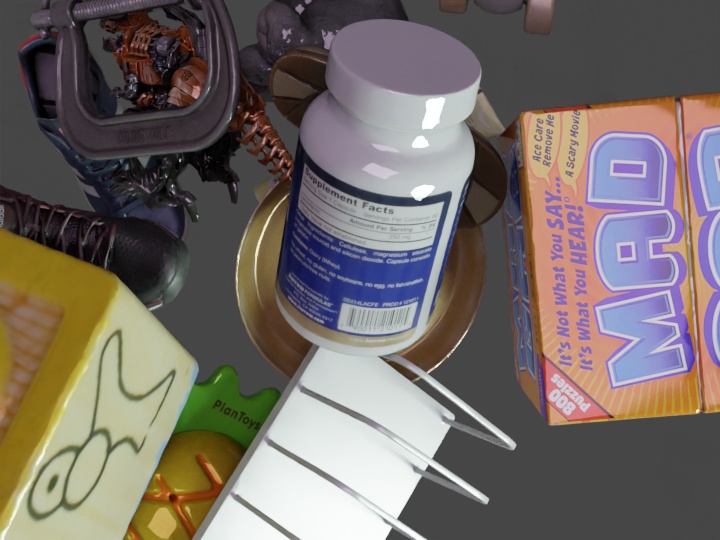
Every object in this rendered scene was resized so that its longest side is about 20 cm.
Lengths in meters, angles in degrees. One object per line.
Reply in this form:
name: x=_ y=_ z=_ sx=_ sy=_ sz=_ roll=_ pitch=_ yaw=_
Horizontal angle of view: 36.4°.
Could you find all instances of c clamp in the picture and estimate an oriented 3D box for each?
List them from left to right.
c clamp: x=-0.162 y=-0.163 z=0.763 sx=0.198 sy=0.027 sz=0.173 roll=6 pitch=94 yaw=32

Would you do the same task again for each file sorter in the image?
file sorter: x=0.000 y=0.166 z=0.791 sx=0.138 sy=0.124 sz=0.201 roll=38 pitch=76 yaw=-26

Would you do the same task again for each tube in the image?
tube: x=0.012 y=-0.092 z=0.866 sx=0.199 sy=0.052 sz=0.058 roll=-32 pitch=128 yaw=0

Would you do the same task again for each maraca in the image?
maraca: x=-0.131 y=0.171 z=0.850 sx=0.137 sy=0.107 sz=0.201 roll=31 pitch=87 yaw=-32

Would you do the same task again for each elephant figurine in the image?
elephant figurine: x=-0.026 y=-0.234 z=0.827 sx=0.154 sy=0.141 sz=0.202 roll=11 pitch=76 yaw=-26

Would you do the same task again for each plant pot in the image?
plant pot: x=0.000 y=0.000 z=0.852 sx=0.198 sy=0.027 sz=0.202 roll=-4 pitch=108 yaw=-12

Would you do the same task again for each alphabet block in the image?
alphabet block: x=-0.248 y=0.087 z=0.727 sx=0.195 sy=0.200 sz=0.197 roll=19 pitch=73 yaw=12

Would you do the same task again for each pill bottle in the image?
pill bottle: x=0.011 y=-0.052 z=0.717 sx=0.115 sy=0.116 sz=0.201 roll=14 pitch=127 yaw=2

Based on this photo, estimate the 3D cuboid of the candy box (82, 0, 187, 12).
candy box: x=-0.121 y=-0.260 z=0.797 sx=0.199 sy=0.055 sz=0.117 roll=-1 pitch=75 yaw=37

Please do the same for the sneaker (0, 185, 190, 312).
sneaker: x=-0.232 y=-0.021 z=0.810 sx=0.198 sy=0.115 sz=0.076 roll=10 pitch=81 yaw=28

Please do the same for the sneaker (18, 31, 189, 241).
sneaker: x=-0.206 y=-0.097 z=0.854 sx=0.075 sy=0.085 sz=0.201 roll=-34 pitch=91 yaw=3

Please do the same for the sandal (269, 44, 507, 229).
sandal: x=0.026 y=-0.103 z=0.786 sx=0.199 sy=0.054 sz=0.080 roll=31 pitch=128 yaw=-17

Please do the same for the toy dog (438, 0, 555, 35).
toy dog: x=0.112 y=-0.279 z=0.827 sx=0.131 sy=0.096 sz=0.202 roll=-11 pitch=92 yaw=3

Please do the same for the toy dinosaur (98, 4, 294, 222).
toy dinosaur: x=-0.124 y=-0.115 z=0.794 sx=0.101 sy=0.200 sz=0.137 roll=-7 pitch=133 yaw=-32

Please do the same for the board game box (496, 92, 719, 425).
board game box: x=0.210 y=-0.013 z=0.782 sx=0.198 sy=0.200 sz=0.202 roll=-5 pitch=92 yaw=2
